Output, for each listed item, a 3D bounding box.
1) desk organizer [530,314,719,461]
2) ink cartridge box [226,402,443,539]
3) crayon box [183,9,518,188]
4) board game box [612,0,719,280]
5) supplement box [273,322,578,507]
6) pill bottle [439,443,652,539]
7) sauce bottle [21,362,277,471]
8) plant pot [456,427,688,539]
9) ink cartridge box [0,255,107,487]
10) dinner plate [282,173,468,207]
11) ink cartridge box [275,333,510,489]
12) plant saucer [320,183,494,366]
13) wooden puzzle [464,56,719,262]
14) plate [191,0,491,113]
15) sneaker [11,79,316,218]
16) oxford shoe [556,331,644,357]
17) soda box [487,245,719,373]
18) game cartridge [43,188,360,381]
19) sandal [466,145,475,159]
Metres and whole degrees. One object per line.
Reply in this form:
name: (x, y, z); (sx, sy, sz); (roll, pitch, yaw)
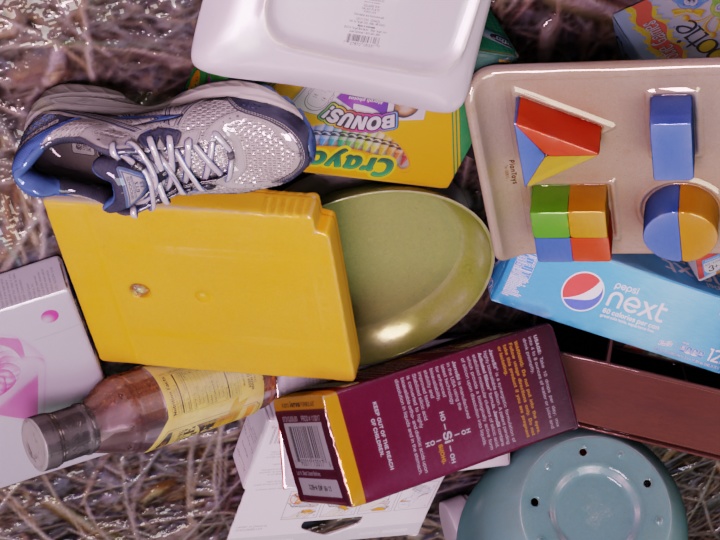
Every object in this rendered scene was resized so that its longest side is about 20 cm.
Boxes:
desk organizer: (0.228, 0.087, 1.302); (0.198, 0.072, 0.077); (13, 134, 6)
ink cartridge box: (-0.014, 0.167, 1.395); (0.198, 0.044, 0.174); (-1, 135, -25)
crayon box: (-0.009, -0.126, 1.071); (0.198, 0.059, 0.119); (4, 132, -29)
board game box: (0.264, -0.107, 1.182); (0.102, 0.105, 0.201); (-23, 140, 1)
supplement box: (0.049, 0.109, 1.222); (0.198, 0.086, 0.110); (-16, -179, -23)
pill bottle: (0.180, 0.227, 1.496); (0.198, 0.113, 0.113); (-16, 139, -8)
sauce bottle: (-0.157, 0.101, 1.202); (0.199, 0.066, 0.066); (-17, 142, -34)
plant pot: (0.185, 0.220, 1.353); (0.199, 0.202, 0.161); (-16, 159, -8)
ink cartridge box: (-0.289, 0.094, 1.192); (0.198, 0.043, 0.197); (-19, 140, -7)
dinner plate: (-0.006, -0.005, 1.231); (0.198, 0.024, 0.201); (-12, 138, -11)
ink cartridge box: (0.021, 0.113, 1.304); (0.198, 0.110, 0.050); (-4, 180, -20)
plant saucer: (0.000, 0.000, 1.187); (0.198, 0.031, 0.201); (-11, 142, -9)
wooden puzzle: (0.179, -0.065, 1.096); (0.198, 0.047, 0.186); (-4, 139, 11)
plate: (0.012, -0.199, 0.970); (0.198, 0.032, 0.202); (6, 110, -30)
sneaker: (-0.125, -0.066, 0.997); (0.198, 0.085, 0.078); (0, 123, 17)
oxford shoe: (0.239, 0.006, 1.321); (0.072, 0.072, 0.200); (21, 123, -33)
soda box: (0.198, 0.011, 1.250); (0.198, 0.068, 0.065); (18, 114, -12)
game cartridge: (-0.106, 0.007, 1.123); (0.198, 0.033, 0.177); (4, 139, 11)
sandal: (0.139, -0.078, 1.200); (0.199, 0.045, 0.075); (20, 124, -38)
